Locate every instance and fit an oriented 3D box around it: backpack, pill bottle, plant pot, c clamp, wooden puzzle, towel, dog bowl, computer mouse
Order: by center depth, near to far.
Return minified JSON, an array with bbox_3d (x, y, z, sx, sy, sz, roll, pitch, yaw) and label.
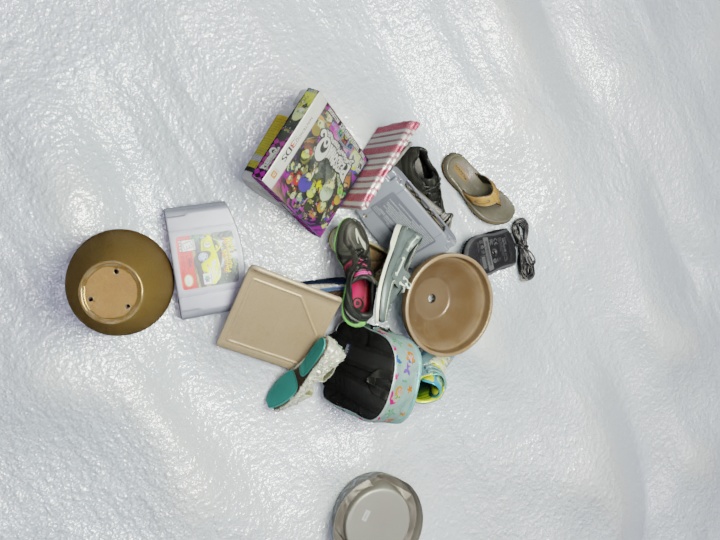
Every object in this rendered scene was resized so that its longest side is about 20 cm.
[{"bbox_3d":[-0.398,0.026,0.961,0.182,0.199,0.192,-1,93,-19],"label":"plant pot"},{"bbox_3d":[-0.127,-0.226,1.085,0.110,0.111,0.203,31,83,-18],"label":"pill bottle"},{"bbox_3d":[-0.153,0.092,1.094,0.181,0.038,0.202,21,118,-18],"label":"wooden puzzle"},{"bbox_3d":[0.032,0.198,1.119,0.148,0.198,0.182,15,87,-33],"label":"backpack"},{"bbox_3d":[0.027,-0.198,1.123,0.030,0.146,0.202,35,82,-24],"label":"towel"},{"bbox_3d":[0.108,-0.128,1.160,0.199,0.170,0.027,41,36,-16],"label":"c clamp"},{"bbox_3d":[0.162,0.064,1.186,0.196,0.092,0.207,-3,97,-21],"label":"plant pot"},{"bbox_3d":[0.030,0.514,1.210,0.195,0.058,0.206,-1,93,-19],"label":"dog bowl"},{"bbox_3d":[0.290,-0.035,1.275,0.196,0.052,0.142,-9,91,-29],"label":"computer mouse"}]

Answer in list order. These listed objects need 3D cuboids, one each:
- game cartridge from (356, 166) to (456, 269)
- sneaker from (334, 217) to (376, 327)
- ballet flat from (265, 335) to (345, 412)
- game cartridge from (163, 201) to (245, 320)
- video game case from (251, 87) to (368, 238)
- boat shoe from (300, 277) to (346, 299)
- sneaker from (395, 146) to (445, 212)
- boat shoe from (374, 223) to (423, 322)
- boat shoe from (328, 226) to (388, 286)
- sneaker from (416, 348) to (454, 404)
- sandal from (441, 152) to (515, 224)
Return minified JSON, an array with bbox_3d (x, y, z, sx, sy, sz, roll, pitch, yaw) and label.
[{"bbox_3d":[0.081,-0.097,1.159,0.200,0.132,0.041,47,36,-19],"label":"game cartridge"},{"bbox_3d":[0.000,0.000,1.082,0.075,0.083,0.206,-5,84,-25],"label":"sneaker"},{"bbox_3d":[-0.099,0.207,1.111,0.071,0.072,0.200,37,114,-16],"label":"ballet flat"},{"bbox_3d":[-0.282,-0.021,1.085,0.130,0.041,0.206,-11,97,-22],"label":"game cartridge"},{"bbox_3d":[-0.082,-0.184,1.042,0.183,0.035,0.200,-58,144,-9],"label":"video game case"},{"bbox_3d":[-0.078,0.057,1.146,0.194,0.072,0.074,-4,99,-9],"label":"boat shoe"},{"bbox_3d":[0.132,-0.157,1.189,0.075,0.090,0.203,-31,104,-20],"label":"sneaker"},{"bbox_3d":[0.071,0.007,1.096,0.060,0.073,0.204,14,65,4],"label":"boat shoe"},{"bbox_3d":[0.022,-0.016,1.172,0.197,0.063,0.074,31,87,-17],"label":"boat shoe"},{"bbox_3d":[0.160,0.198,1.199,0.200,0.130,0.080,-45,105,-12],"label":"sneaker"},{"bbox_3d":[0.256,-0.175,1.247,0.200,0.054,0.082,46,75,-12],"label":"sandal"}]
